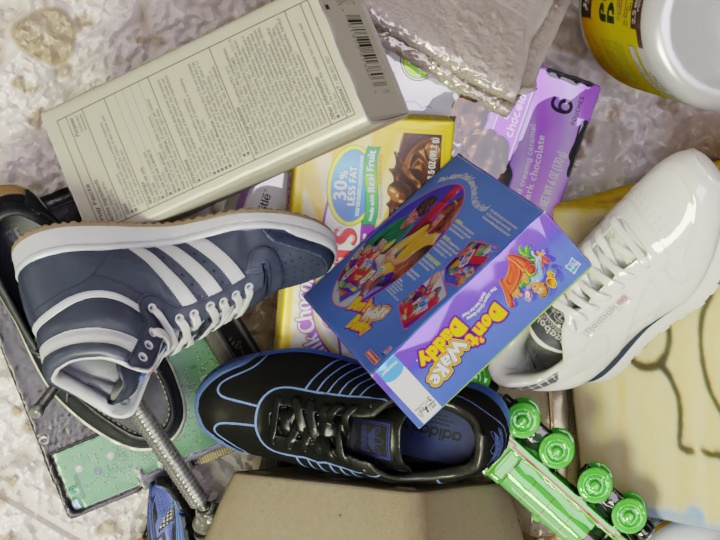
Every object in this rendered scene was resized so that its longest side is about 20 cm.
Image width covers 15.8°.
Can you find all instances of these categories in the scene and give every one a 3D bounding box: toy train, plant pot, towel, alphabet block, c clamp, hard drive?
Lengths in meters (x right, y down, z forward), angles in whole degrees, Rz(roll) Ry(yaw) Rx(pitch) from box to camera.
[{"bbox_3d":[0.098,0.111,1.619,0.200,0.042,0.056,42,96,1],"label":"toy train"},{"bbox_3d":[0.003,0.216,1.627,0.199,0.200,0.178,4,90,30],"label":"plant pot"},{"bbox_3d":[0.035,-0.189,1.629,0.199,0.035,0.133,28,50,-5],"label":"towel"},{"bbox_3d":[0.259,0.042,1.651,0.196,0.195,0.201,-15,104,-37],"label":"alphabet block"},{"bbox_3d":[-0.114,0.094,1.624,0.200,0.027,0.171,54,48,-29],"label":"c clamp"},{"bbox_3d":[-0.162,0.043,1.675,0.139,0.038,0.201,-22,101,-7],"label":"hard drive"}]

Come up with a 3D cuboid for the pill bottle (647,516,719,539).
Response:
[{"bbox_3d":[0.213,0.204,1.689,0.112,0.200,0.113,-2,99,-11],"label":"pill bottle"}]

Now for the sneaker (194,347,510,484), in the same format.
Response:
[{"bbox_3d":[-0.009,0.090,1.573,0.199,0.078,0.071,3,99,8],"label":"sneaker"}]

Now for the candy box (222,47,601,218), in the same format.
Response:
[{"bbox_3d":[0.031,-0.075,1.677,0.199,0.072,0.169,18,96,-13],"label":"candy box"}]

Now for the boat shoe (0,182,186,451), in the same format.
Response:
[{"bbox_3d":[-0.178,0.034,1.621,0.074,0.062,0.200,-35,105,-6],"label":"boat shoe"}]

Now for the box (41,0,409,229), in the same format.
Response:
[{"bbox_3d":[-0.083,-0.094,1.572,0.199,0.078,0.095,-22,89,21],"label":"box"}]

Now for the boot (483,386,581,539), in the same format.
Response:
[{"bbox_3d":[0.081,0.131,1.718,0.155,0.073,0.201,11,95,-13],"label":"boot"}]

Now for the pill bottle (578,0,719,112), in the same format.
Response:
[{"bbox_3d":[0.203,-0.162,1.631,0.109,0.200,0.110,-2,99,-11],"label":"pill bottle"}]

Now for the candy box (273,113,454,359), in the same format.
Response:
[{"bbox_3d":[0.000,0.000,1.634,0.102,0.026,0.201,3,101,-8],"label":"candy box"}]

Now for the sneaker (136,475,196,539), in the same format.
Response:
[{"bbox_3d":[-0.151,0.227,1.680,0.078,0.075,0.201,13,104,-3],"label":"sneaker"}]

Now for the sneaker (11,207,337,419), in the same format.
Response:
[{"bbox_3d":[-0.104,0.026,1.548,0.199,0.070,0.109,-3,58,-16],"label":"sneaker"}]

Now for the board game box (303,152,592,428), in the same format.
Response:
[{"bbox_3d":[0.047,0.007,1.527,0.134,0.200,0.045,-43,107,0],"label":"board game box"}]

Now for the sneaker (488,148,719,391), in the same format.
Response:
[{"bbox_3d":[0.151,0.007,1.551,0.080,0.077,0.200,-7,143,-38],"label":"sneaker"}]
